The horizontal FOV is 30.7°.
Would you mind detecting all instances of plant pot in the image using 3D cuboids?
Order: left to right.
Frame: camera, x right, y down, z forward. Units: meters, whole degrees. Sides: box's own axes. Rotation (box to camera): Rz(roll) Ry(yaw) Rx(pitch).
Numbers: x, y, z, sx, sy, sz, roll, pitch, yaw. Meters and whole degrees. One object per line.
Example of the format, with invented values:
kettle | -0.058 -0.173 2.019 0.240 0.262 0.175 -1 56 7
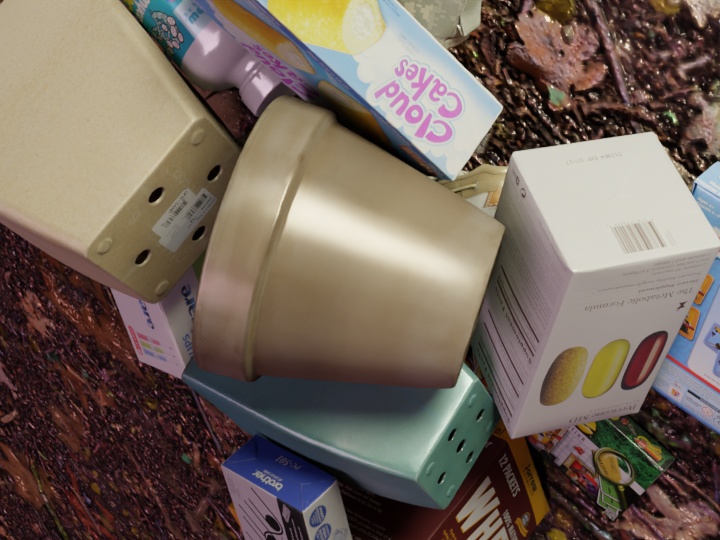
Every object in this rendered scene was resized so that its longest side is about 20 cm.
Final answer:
plant pot | -0.199 -0.091 1.021 0.177 0.200 0.200 38 175 24
plant pot | -0.001 0.091 1.026 0.200 0.142 0.141 26 166 28
plant pot | 0.000 0.000 0.899 0.173 0.200 0.200 18 138 6

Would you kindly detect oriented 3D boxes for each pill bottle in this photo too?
pill bottle | -0.115 -0.212 0.979 0.200 0.111 0.111 49 145 4

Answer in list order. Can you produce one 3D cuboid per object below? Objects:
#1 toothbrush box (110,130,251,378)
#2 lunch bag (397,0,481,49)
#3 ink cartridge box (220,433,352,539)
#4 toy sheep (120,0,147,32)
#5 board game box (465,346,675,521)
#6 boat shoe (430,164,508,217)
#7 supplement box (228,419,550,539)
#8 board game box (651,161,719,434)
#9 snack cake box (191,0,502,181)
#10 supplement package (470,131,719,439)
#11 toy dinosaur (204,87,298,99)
toothbrush box | -0.126 -0.017 1.199 0.086 0.200 0.146 15 132 44
lunch bag | 0.023 -0.264 0.880 0.200 0.118 0.164 43 147 21
ink cartridge box | -0.047 0.234 1.076 0.094 0.044 0.200 22 139 38
toy sheep | -0.194 -0.276 1.114 0.200 0.138 0.138 44 149 -21
board game box | 0.170 0.123 1.139 0.200 0.023 0.105 42 142 14
boat shoe | 0.072 -0.050 1.065 0.200 0.075 0.069 3 95 57
supplement box | 0.030 0.221 1.214 0.197 0.200 0.133 19 145 39
board game box | 0.279 0.041 0.926 0.151 0.037 0.200 36 143 24
snack cake box | -0.012 -0.150 0.891 0.200 0.067 0.115 39 170 -27
supplement package | 0.158 0.015 0.941 0.200 0.113 0.110 99 156 -50
toy dinosaur | -0.070 -0.164 1.091 0.200 0.101 0.058 -146 42 -63
